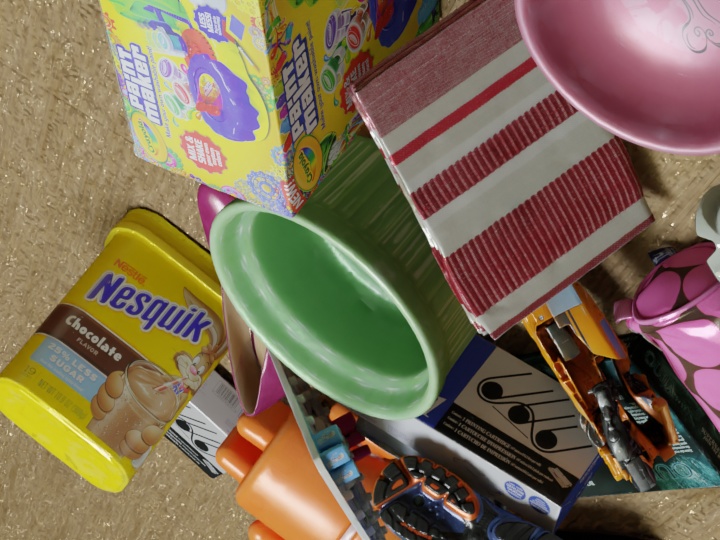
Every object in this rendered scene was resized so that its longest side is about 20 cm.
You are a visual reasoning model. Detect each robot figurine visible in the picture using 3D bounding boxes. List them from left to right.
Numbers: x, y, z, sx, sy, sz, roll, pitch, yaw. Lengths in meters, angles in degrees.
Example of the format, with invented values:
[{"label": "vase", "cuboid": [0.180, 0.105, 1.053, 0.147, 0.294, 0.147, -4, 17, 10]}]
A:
[{"label": "robot figurine", "cuboid": [-0.031, 0.196, 1.643, 0.199, 0.144, 0.117, 36, 166, 1]}, {"label": "robot figurine", "cuboid": [0.155, 0.057, 1.262, 0.201, 0.058, 0.145, 59, -176, -13]}]

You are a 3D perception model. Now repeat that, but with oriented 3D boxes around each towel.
[{"label": "towel", "cuboid": [0.091, -0.072, 1.146, 0.201, 0.144, 0.023, 61, 169, -28]}]

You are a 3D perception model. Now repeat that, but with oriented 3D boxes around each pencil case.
[{"label": "pencil case", "cuboid": [0.257, 0.075, 1.233, 0.093, 0.091, 0.200, -30, 112, 19]}]

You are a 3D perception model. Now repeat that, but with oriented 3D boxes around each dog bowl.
[{"label": "dog bowl", "cuboid": [0.173, -0.149, 1.031, 0.199, 0.074, 0.201, 25, 146, 18]}]

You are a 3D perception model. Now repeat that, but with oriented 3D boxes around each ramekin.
[{"label": "ramekin", "cuboid": [0.000, 0.000, 1.296, 0.199, 0.098, 0.201, 31, 150, 20]}]

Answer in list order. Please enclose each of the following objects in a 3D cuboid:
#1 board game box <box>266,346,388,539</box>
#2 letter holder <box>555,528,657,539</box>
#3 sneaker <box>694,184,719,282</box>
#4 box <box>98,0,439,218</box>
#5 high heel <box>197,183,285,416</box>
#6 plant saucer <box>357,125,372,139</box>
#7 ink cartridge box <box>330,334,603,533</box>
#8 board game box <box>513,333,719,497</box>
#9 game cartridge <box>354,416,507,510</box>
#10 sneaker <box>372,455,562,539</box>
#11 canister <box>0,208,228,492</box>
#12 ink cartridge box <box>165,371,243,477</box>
[{"label": "board game box", "cuboid": [-0.014, 0.139, 1.445, 0.201, 0.026, 0.200, 61, -178, -42]}, {"label": "letter holder", "cuboid": [0.161, 0.265, 1.563, 0.199, 0.101, 0.142, -8, 126, 49]}, {"label": "sneaker", "cuboid": [0.292, 0.028, 1.146, 0.088, 0.074, 0.200, -7, 128, 51]}, {"label": "box", "cuboid": [-0.052, -0.179, 1.097, 0.121, 0.193, 0.201, 22, 146, 22]}, {"label": "high heel", "cuboid": [-0.096, 0.024, 1.498, 0.067, 0.096, 0.201, 4, 136, 41]}, {"label": "plant saucer", "cuboid": [-0.023, -0.057, 1.385, 0.199, 0.032, 0.201, 26, 147, 18]}, {"label": "ink cartridge box", "cuboid": [0.084, 0.103, 1.378, 0.199, 0.094, 0.044, 30, 145, 17]}, {"label": "board game box", "cuboid": [0.178, 0.116, 1.413, 0.199, 0.028, 0.136, -13, 122, 51]}, {"label": "game cartridge", "cuboid": [0.061, 0.148, 1.492, 0.133, 0.041, 0.200, 33, 174, 13]}, {"label": "sneaker", "cuboid": [0.101, 0.205, 1.351, 0.200, 0.075, 0.078, 40, 180, 12]}, {"label": "canister", "cuboid": [-0.197, 0.068, 1.555, 0.148, 0.200, 0.087, 38, 149, -3]}, {"label": "ink cartridge box", "cuboid": [-0.180, 0.106, 1.725, 0.200, 0.044, 0.094, 44, 148, -11]}]
